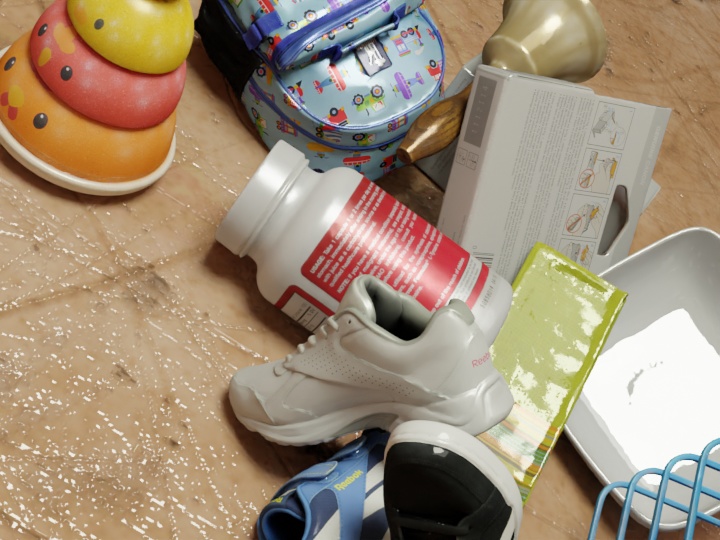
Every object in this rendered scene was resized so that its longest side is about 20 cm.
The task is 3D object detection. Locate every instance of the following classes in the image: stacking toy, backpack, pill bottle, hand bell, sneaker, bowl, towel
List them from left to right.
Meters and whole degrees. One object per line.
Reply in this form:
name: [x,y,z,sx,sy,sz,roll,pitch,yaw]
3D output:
stacking toy: [-0.162,-0.163,0.814,0.145,0.200,0.147,21,41,-20]
sneaker: [-0.013,0.144,0.738,0.082,0.074,0.200,33,38,-4]
backpack: [-0.017,-0.178,0.975,0.182,0.135,0.201,-27,78,-20]
sneaker: [-0.002,0.051,0.743,0.078,0.199,0.100,-31,110,-56]
pill bottle: [0.000,0.000,0.854,0.200,0.112,0.112,36,39,-4]
sneaker: [0.048,0.183,0.664,0.073,0.201,0.112,2,46,21]
hand bell: [0.098,-0.143,0.953,0.104,0.104,0.200,44,62,7]
towel: [0.124,0.074,0.886,0.086,0.018,0.201,32,64,0]
bowl: [0.246,0.091,0.940,0.199,0.075,0.200,-31,67,-8]

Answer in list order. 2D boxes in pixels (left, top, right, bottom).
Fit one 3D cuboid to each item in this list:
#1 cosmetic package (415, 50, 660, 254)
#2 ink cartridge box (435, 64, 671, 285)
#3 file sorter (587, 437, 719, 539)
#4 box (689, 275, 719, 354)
cosmetic package: [0.150,-0.090,1.060,0.200,0.113,0.081,43,39,3]
ink cartridge box: [0.146,-0.050,0.957,0.175,0.201,0.045,4,17,-35]
file sorter: [0.237,0.187,0.753,0.138,0.200,0.123,22,65,-8]
box: [0.330,0.094,1.026,0.094,0.103,0.201,-3,56,-47]
